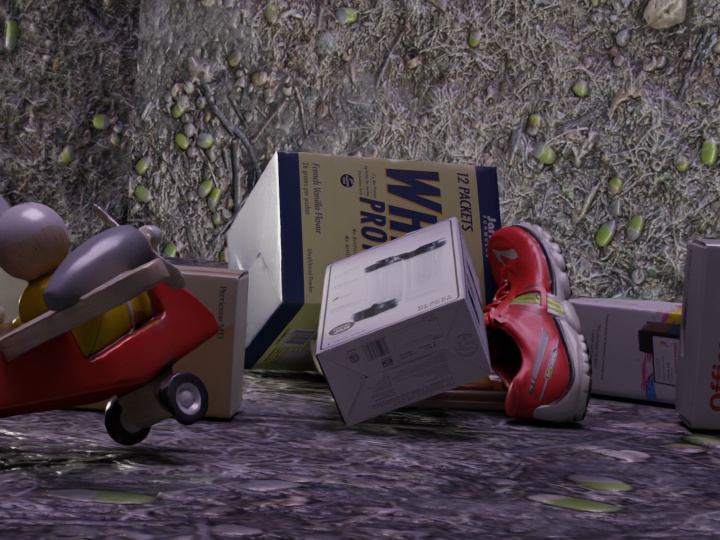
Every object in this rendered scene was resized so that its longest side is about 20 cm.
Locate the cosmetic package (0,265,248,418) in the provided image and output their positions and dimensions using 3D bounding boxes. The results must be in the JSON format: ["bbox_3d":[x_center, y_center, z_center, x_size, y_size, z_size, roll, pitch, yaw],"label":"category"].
[{"bbox_3d":[-0.182,0.045,1.179,0.198,0.107,0.071,2,4,2],"label":"cosmetic package"}]

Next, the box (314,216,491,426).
[{"bbox_3d":[0.032,0.033,1.232,0.116,0.061,0.200,-21,17,7],"label":"box"}]

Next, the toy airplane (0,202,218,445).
[{"bbox_3d":[-0.188,0.032,0.931,0.198,0.143,0.199,-13,-9,1],"label":"toy airplane"}]

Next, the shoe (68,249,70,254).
[{"bbox_3d":[-0.575,-0.027,2.732,0.090,0.072,0.199,12,11,35],"label":"shoe"}]

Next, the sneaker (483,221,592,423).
[{"bbox_3d":[0.123,0.035,1.308,0.084,0.078,0.201,-1,43,-12],"label":"sneaker"}]

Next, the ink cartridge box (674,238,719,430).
[{"bbox_3d":[0.355,0.055,1.296,0.198,0.148,0.086,4,4,2],"label":"ink cartridge box"}]

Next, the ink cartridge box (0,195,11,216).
[{"bbox_3d":[-0.314,0.000,0.978,0.199,0.084,0.176,-37,5,-2],"label":"ink cartridge box"}]

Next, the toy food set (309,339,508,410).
[{"bbox_3d":[0.067,0.075,1.376,0.198,0.061,0.143,4,2,-16],"label":"toy food set"}]

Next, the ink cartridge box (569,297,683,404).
[{"bbox_3d":[0.293,0.074,1.501,0.198,0.085,0.144,6,3,33],"label":"ink cartridge box"}]

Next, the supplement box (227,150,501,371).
[{"bbox_3d":[0.000,0.000,1.460,0.198,0.136,0.200,3,-20,-17],"label":"supplement box"}]
